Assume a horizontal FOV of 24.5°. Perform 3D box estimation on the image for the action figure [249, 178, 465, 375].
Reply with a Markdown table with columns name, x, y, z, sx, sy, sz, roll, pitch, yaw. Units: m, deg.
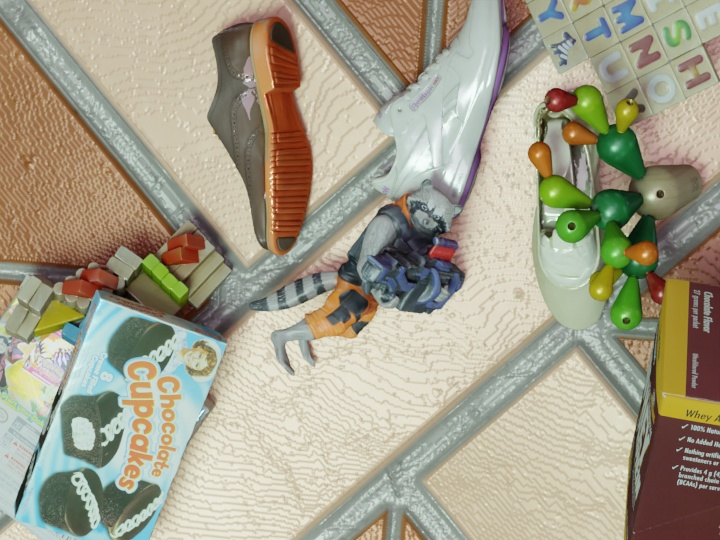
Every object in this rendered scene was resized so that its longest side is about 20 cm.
| name | x | y | z | sx | sy | sz | roll | pitch | yaw |
| --- | --- | --- | --- | --- | --- | --- | --- | --- | --- |
| action figure | 0.000 | 0.000 | 1.356 | 0.193 | 0.200 | 0.105 | -43 | 71 | 6 |

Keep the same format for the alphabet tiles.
| name | x | y | z | sx | sy | sz | roll | pitch | yaw |
| --- | --- | --- | --- | --- | --- | --- | --- | --- | --- |
| alphabet tiles | 0.214 | -0.227 | 1.367 | 0.166 | 0.008 | 0.202 | -25 | 89 | 39 |

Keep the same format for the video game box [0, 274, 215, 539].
| name | x | y | z | sx | sy | sz | roll | pitch | yaw |
| --- | --- | --- | --- | --- | --- | --- | --- | --- | --- |
| video game box | -0.258 | 0.134 | 1.451 | 0.199 | 0.047 | 0.183 | 36 | 96 | 3 |

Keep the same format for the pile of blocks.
| name | x | y | z | sx | sy | sz | roll | pitch | yaw |
| --- | --- | --- | --- | --- | --- | --- | --- | --- | --- |
| pile of blocks | -0.204 | 0.021 | 1.404 | 0.198 | 0.062 | 0.083 | -22 | 79 | -12 |

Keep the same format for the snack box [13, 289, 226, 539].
| name | x | y | z | sx | sy | sz | roll | pitch | yaw |
| --- | --- | --- | --- | --- | --- | --- | --- | --- | --- |
| snack box | -0.202 | 0.129 | 1.386 | 0.115 | 0.037 | 0.202 | 20 | 98 | -18 |

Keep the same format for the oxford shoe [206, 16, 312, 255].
| name | x | y | z | sx | sy | sz | roll | pitch | yaw |
| --- | --- | --- | --- | --- | --- | --- | --- | --- | --- |
| oxford shoe | -0.089 | -0.112 | 1.424 | 0.072 | 0.071 | 0.203 | -5 | 87 | 25 |

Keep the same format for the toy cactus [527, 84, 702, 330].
| name | x | y | z | sx | sy | sz | roll | pitch | yaw |
| --- | --- | --- | --- | --- | --- | --- | --- | --- | --- |
| toy cactus | 0.223 | -0.061 | 1.345 | 0.102 | 0.164 | 0.202 | -22 | 87 | 51 |

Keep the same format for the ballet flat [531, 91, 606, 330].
| name | x | y | z | sx | sy | sz | roll | pitch | yaw |
| --- | --- | --- | --- | --- | --- | --- | --- | --- | --- |
| ballet flat | 0.172 | -0.049 | 1.392 | 0.069 | 0.069 | 0.203 | -4 | 91 | 6 |

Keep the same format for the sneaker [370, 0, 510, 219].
| name | x | y | z | sx | sy | sz | roll | pitch | yaw |
| --- | --- | --- | --- | --- | --- | --- | --- | --- | --- |
| sneaker | 0.067 | -0.147 | 1.395 | 0.098 | 0.075 | 0.202 | 17 | 93 | 3 |

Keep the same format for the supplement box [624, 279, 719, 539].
| name | x | y | z | sx | sy | sz | roll | pitch | yaw |
| --- | --- | --- | --- | --- | --- | --- | --- | --- | --- |
| supplement box | 0.318 | 0.139 | 1.299 | 0.195 | 0.133 | 0.202 | 9 | 130 | 6 |

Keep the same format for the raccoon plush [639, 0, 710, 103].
| name | x | y | z | sx | sy | sz | roll | pitch | yaw |
| --- | --- | --- | --- | --- | --- | --- | --- | --- | --- |
| raccoon plush | 0.248 | -0.256 | 1.370 | 0.133 | 0.097 | 0.201 | 36 | 95 | 11 |
